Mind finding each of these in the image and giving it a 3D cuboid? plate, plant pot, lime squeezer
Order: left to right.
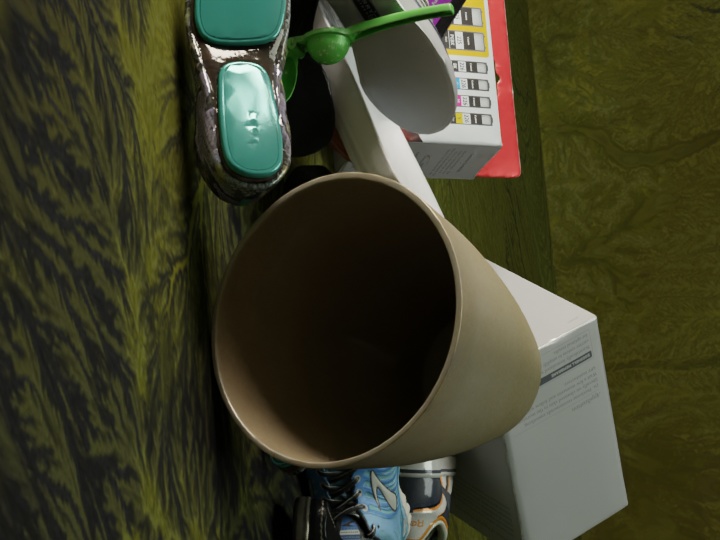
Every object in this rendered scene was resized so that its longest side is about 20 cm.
[{"bbox_3d":[-0.030,-0.139,1.552,0.038,0.200,0.071,46,3,-47],"label":"lime squeezer"},{"bbox_3d":[0.017,-0.087,1.690,0.200,0.032,0.200,52,11,-56],"label":"plate"},{"bbox_3d":[0.033,0.051,1.468,0.200,0.186,0.189,22,59,-56],"label":"plant pot"}]

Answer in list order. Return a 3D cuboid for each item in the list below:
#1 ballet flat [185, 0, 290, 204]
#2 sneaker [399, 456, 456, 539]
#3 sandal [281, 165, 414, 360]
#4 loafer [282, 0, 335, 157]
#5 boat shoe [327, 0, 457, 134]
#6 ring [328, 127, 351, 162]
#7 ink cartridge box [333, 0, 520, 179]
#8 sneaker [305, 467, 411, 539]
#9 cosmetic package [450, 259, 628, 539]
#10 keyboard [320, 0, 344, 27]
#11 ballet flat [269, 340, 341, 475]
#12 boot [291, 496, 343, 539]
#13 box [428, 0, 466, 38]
[{"bbox_3d":[-0.083,-0.132,1.458,0.072,0.071,0.202,61,24,-63],"label":"ballet flat"},{"bbox_3d":[0.038,0.189,1.852,0.200,0.078,0.080,25,67,-82],"label":"sneaker"},{"bbox_3d":[0.000,-0.001,1.634,0.076,0.043,0.201,-58,-135,41],"label":"sandal"},{"bbox_3d":[-0.067,-0.185,1.613,0.072,0.072,0.202,-133,-145,-69],"label":"loafer"},{"bbox_3d":[0.016,-0.190,1.594,0.200,0.072,0.066,55,36,-27],"label":"boat shoe"},{"bbox_3d":[-0.027,-0.179,1.789,0.200,0.019,0.202,45,36,-47],"label":"ring"},{"bbox_3d":[0.063,-0.187,1.941,0.084,0.174,0.202,130,-42,-65],"label":"ink cartridge box"},{"bbox_3d":[-0.003,0.164,1.651,0.090,0.078,0.201,-80,160,-49],"label":"sneaker"},{"bbox_3d":[0.117,0.115,1.951,0.199,0.122,0.201,30,-41,51],"label":"cosmetic package"},{"bbox_3d":[-0.051,-0.256,1.682,0.201,0.011,0.056,62,7,6],"label":"keyboard"},{"bbox_3d":[-0.030,0.053,1.569,0.072,0.071,0.202,63,21,-61],"label":"ballet flat"},{"bbox_3d":[0.035,0.233,1.593,0.073,0.149,0.201,-83,162,-53],"label":"boot"},{"bbox_3d":[0.013,-0.279,1.647,0.200,0.143,0.036,35,-4,-21],"label":"box"}]
